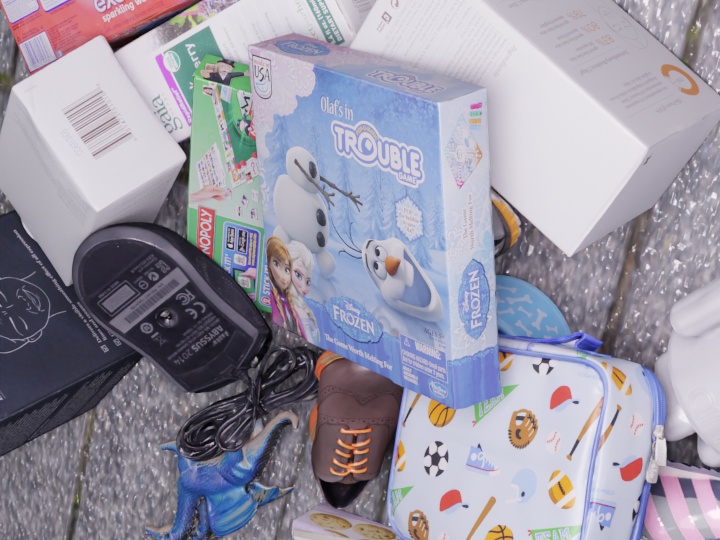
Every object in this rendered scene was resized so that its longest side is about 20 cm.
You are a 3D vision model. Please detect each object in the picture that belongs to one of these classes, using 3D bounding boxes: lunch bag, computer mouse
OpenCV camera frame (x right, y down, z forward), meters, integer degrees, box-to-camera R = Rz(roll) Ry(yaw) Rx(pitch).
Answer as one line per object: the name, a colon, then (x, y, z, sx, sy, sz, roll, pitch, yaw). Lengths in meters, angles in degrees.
lunch bag: (0.108, 0.117, 1.419, 0.200, 0.075, 0.161, 7, 85, 49)
computer mouse: (-0.127, 0.036, 1.594, 0.138, 0.053, 0.200, -32, 114, 22)

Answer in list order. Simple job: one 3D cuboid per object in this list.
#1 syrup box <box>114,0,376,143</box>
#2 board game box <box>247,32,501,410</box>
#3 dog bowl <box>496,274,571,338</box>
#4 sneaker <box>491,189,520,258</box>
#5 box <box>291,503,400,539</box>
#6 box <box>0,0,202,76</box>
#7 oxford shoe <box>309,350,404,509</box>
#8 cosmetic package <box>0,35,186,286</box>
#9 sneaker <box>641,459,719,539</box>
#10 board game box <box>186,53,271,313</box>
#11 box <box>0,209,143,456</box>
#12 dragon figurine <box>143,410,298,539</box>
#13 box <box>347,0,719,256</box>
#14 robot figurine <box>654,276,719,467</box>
syrup box: (-0.070, -0.162, 1.546, 0.200, 0.081, 0.079, -24, 92, 36)
board game box: (0.007, -0.035, 1.401, 0.200, 0.043, 0.200, 22, 122, 50)
dog bowl: (0.110, 0.103, 1.535, 0.111, 0.050, 0.200, -24, 93, 36)
sneaker: (0.047, -0.013, 1.457, 0.078, 0.077, 0.200, 44, 160, 11)
box: (0.041, 0.222, 1.631, 0.200, 0.041, 0.039, 15, 115, 30)
box: (-0.161, -0.225, 1.576, 0.200, 0.095, 0.103, -21, 94, 37)
oxford shoe: (0.001, 0.109, 1.546, 0.071, 0.073, 0.200, 4, 154, -3)
cosmetic package: (-0.202, -0.075, 1.609, 0.113, 0.081, 0.200, 56, 161, 4)
sneaker: (0.214, 0.168, 1.429, 0.200, 0.070, 0.082, 11, 82, 30)
board game box: (-0.055, -0.049, 1.548, 0.134, 0.029, 0.200, 17, 134, 10)
box: (-0.281, 0.053, 1.688, 0.149, 0.200, 0.107, 52, 126, 8)
dragon figurine: (-0.094, 0.163, 1.689, 0.200, 0.059, 0.100, -19, 95, 37)
box: (0.113, -0.123, 1.410, 0.200, 0.124, 0.098, 44, 125, 14)
robot figurine: (0.272, 0.051, 1.369, 0.169, 0.113, 0.200, 27, 137, -29)
